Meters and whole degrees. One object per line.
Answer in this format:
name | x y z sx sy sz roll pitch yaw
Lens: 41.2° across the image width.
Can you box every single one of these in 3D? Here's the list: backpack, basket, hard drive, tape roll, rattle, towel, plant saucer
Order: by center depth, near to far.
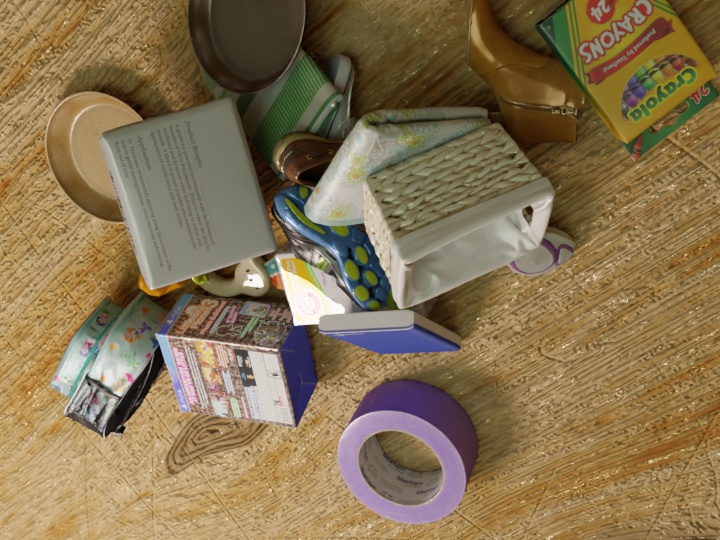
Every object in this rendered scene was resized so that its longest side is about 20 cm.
basket | 0.107 -0.066 1.119 0.124 0.198 0.136 61 168 25
towel | 0.045 -0.127 1.143 0.048 0.199 0.172 61 140 25
plant saucer | -0.138 -0.325 1.208 0.199 0.032 0.203 7 102 36
towel | -0.118 -0.237 1.242 0.200 0.023 0.153 51 124 20
hard drive | 0.044 0.086 1.293 0.131 0.200 0.026 -4 76 23
rattle | -0.188 0.005 1.367 0.199 0.143 0.131 26 106 13
plant saucer | -0.369 -0.169 1.405 0.198 0.035 0.202 9 118 16
tape roll | 0.071 0.271 1.430 0.198 0.085 0.202 9 119 16
backpack | -0.369 0.130 1.474 0.150 0.178 0.200 37 119 -6

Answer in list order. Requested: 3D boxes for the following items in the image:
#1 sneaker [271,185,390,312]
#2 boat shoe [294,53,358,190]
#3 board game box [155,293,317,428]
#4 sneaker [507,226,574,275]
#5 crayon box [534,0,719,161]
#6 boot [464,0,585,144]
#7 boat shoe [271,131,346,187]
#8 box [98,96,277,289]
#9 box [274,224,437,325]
sneaker | -0.036 -0.029 1.218 0.200 0.071 0.083 45 160 -15
boat shoe | -0.034 -0.183 1.260 0.065 0.074 0.202 9 117 -19
board game box | -0.181 0.134 1.432 0.198 0.097 0.161 6 129 18
sneaker | 0.178 -0.049 1.234 0.198 0.100 0.075 4 133 -8
crayon box | 0.307 -0.237 1.081 0.127 0.051 0.200 -38 99 10
boot | 0.198 -0.247 1.137 0.142 0.071 0.203 1 121 15
boat shoe | -0.012 -0.129 1.210 0.198 0.068 0.072 -1 127 -29
box | -0.228 -0.104 1.243 0.170 0.200 0.201 -18 101 -13
box | 0.000 0.000 1.309 0.198 0.101 0.114 -4 113 23
